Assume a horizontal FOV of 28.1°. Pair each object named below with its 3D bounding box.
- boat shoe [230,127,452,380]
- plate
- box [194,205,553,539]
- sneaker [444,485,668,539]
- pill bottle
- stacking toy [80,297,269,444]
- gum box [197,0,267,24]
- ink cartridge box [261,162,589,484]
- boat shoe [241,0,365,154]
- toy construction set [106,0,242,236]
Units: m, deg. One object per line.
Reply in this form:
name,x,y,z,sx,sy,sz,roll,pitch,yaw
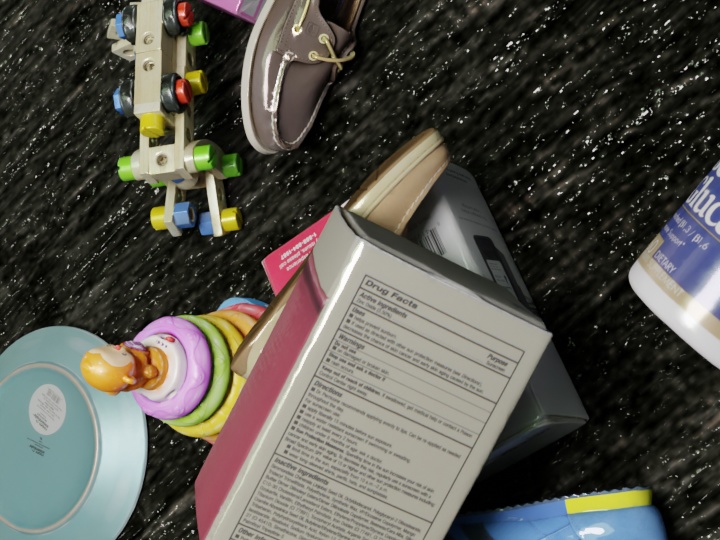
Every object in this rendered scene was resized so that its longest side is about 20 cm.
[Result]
boat shoe,0.000,0.000,0.917,0.064,0.071,0.200,38,95,-5
plate,-0.257,0.144,1.167,0.199,0.026,0.202,-5,80,32
box,0.002,0.083,0.843,0.127,0.109,0.201,26,98,-13
sneaker,0.100,0.188,0.921,0.199,0.066,0.079,-13,80,29
pill bottle,0.258,-0.038,0.832,0.111,0.111,0.200,45,105,28
stacking toy,-0.121,0.070,0.993,0.116,0.200,0.110,29,98,32
gum box,-0.080,-0.297,1.101,0.113,0.066,0.201,27,97,30
ink cartridge box,0.041,0.047,0.966,0.145,0.083,0.201,-32,68,23
boat shoe,-0.032,-0.181,1.055,0.059,0.072,0.201,13,84,35
toy construction set,-0.142,-0.131,1.089,0.092,0.131,0.201,-21,66,9
